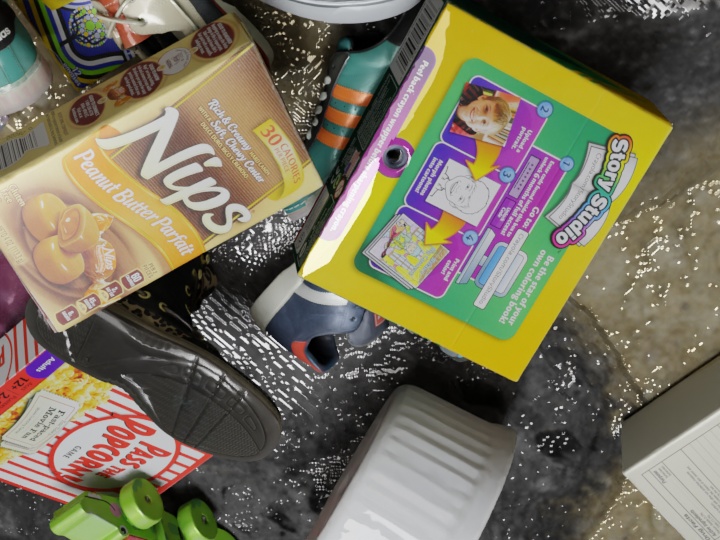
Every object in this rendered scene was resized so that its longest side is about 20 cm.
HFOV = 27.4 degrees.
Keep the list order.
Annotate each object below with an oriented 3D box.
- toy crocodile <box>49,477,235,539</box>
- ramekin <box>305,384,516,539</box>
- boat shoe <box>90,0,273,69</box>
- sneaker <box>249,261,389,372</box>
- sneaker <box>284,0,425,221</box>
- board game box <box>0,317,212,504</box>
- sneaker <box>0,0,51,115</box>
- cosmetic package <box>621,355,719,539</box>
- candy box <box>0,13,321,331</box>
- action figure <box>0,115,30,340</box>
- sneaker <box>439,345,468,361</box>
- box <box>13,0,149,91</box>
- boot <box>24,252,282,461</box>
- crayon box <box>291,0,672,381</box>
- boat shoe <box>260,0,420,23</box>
[{"bbox_3d":[-0.169,0.217,1.186,0.067,0.062,0.200,-31,148,17],"label":"toy crocodile"},{"bbox_3d":[0.027,0.184,1.103,0.097,0.201,0.202,30,119,0],"label":"ramekin"},{"bbox_3d":[-0.133,-0.165,0.952,0.071,0.063,0.200,-2,148,42],"label":"boat shoe"},{"bbox_3d":[0.000,0.000,1.058,0.085,0.075,0.200,46,135,7],"label":"sneaker"},{"bbox_3d":[0.002,-0.118,1.022,0.080,0.071,0.200,49,118,1],"label":"sneaker"},{"bbox_3d":[-0.212,0.114,1.136,0.151,0.047,0.199,-37,137,24],"label":"board game box"},{"bbox_3d":[-0.273,-0.173,0.970,0.199,0.071,0.080,31,152,43],"label":"sneaker"},{"bbox_3d":[0.300,0.111,1.085,0.199,0.073,0.104,-37,107,25],"label":"cosmetic package"},{"bbox_3d":[-0.137,-0.061,0.938,0.198,0.055,0.116,-29,127,-1],"label":"candy box"},{"bbox_3d":[-0.305,-0.035,1.114,0.201,0.134,0.149,52,157,-5],"label":"action figure"},{"bbox_3d":[0.077,-0.035,1.053,0.094,0.079,0.202,17,111,9],"label":"sneaker"},{"bbox_3d":[-0.215,-0.228,0.991,0.064,0.070,0.201,-27,111,19],"label":"box"},{"bbox_3d":[-0.133,0.042,1.075,0.198,0.151,0.074,29,118,-5],"label":"boot"},{"bbox_3d":[0.076,-0.054,0.958,0.171,0.058,0.201,25,108,-16],"label":"crayon box"},{"bbox_3d":[-0.053,-0.209,0.948,0.197,0.069,0.057,10,157,4],"label":"boat shoe"}]
